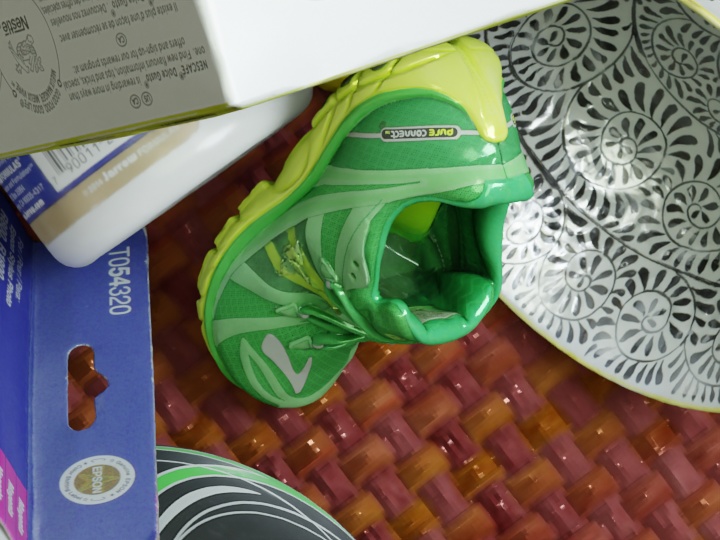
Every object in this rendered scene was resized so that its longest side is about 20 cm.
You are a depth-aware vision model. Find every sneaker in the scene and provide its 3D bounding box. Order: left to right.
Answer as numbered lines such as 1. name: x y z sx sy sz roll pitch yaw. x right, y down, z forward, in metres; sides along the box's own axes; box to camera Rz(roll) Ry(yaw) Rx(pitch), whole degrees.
1. sneaker: 0.000 0.000 1.057 0.074 0.200 0.084 -11 63 -30

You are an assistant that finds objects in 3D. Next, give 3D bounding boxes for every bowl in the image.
1. bowl: 0.118 -0.056 1.072 0.201 0.201 0.094 49 57 -5

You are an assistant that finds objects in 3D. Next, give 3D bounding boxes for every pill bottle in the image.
1. pill bottle: -0.117 -0.111 1.072 0.116 0.116 0.200 -35 92 2

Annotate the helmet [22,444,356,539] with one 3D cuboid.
1. helmet: -0.076 0.156 1.063 0.200 0.191 0.200 14 113 34

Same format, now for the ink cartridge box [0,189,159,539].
1. ink cartridge box: -0.174 0.038 1.051 0.200 0.196 0.043 -10 125 1

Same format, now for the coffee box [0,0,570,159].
1. coffee box: -0.038 -0.155 0.922 0.200 0.200 0.198 -20 97 -33

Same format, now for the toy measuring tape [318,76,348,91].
1. toy measuring tape: 0.000 -0.166 1.098 0.073 0.074 0.200 11 87 -2
